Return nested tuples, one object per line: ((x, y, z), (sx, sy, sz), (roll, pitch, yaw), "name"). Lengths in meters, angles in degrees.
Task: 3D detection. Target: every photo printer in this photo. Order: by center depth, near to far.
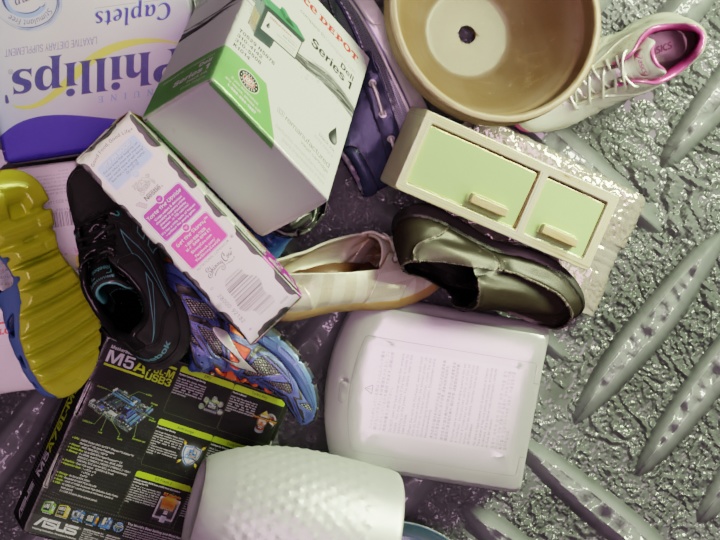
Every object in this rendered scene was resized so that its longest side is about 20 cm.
((0.066, 0.116, 1.329), (0.199, 0.069, 0.167), (9, 95, -5), "photo printer")

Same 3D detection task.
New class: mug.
((-0.075, 0.250, 1.272), (0.175, 0.148, 0.200), (16, 129, -11), "mug")

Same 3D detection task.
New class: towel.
((0.163, -0.054, 1.340), (0.199, 0.034, 0.133), (25, 93, -7), "towel")

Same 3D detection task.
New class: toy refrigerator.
((0.127, -0.074, 1.272), (0.199, 0.070, 0.076), (23, 95, -15), "toy refrigerator")

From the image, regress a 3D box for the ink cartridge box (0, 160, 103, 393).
((-0.299, 0.005, 1.288), (0.116, 0.067, 0.201), (-7, 94, -5), "ink cartridge box")

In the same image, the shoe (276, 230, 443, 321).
((0.000, 0.000, 1.285), (0.199, 0.070, 0.054), (-13, 132, -27), "shoe")

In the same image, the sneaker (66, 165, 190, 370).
((-0.206, -0.012, 1.196), (0.075, 0.079, 0.201), (-32, 71, 13), "sneaker")

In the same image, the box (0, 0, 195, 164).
((-0.234, -0.206, 1.241), (0.183, 0.105, 0.201), (-9, 98, -4), "box")

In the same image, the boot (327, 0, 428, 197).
((-0.003, -0.171, 1.294), (0.090, 0.073, 0.201), (-29, 98, -8), "boot")

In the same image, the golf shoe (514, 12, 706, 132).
((0.231, -0.188, 1.305), (0.199, 0.092, 0.076), (-27, 99, -3), "golf shoe")

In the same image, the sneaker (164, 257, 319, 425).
((-0.117, 0.071, 1.258), (0.200, 0.075, 0.078), (44, 82, -6), "sneaker")

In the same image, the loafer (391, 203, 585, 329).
((0.112, 0.013, 1.282), (0.199, 0.073, 0.072), (24, 54, -12), "loafer")

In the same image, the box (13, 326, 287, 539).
((-0.189, 0.171, 1.290), (0.199, 0.047, 0.194), (22, 92, -30), "box")

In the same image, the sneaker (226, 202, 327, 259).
((-0.094, -0.040, 1.279), (0.077, 0.111, 0.200), (39, 91, -7), "sneaker")

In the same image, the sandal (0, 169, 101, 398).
((-0.287, 0.014, 1.215), (0.079, 0.087, 0.201), (-19, 94, -38), "sandal")

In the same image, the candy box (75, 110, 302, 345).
((-0.137, -0.038, 1.147), (0.061, 0.136, 0.200), (-44, 98, 0), "candy box")

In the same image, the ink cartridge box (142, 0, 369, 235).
((-0.081, -0.154, 1.174), (0.084, 0.200, 0.146), (-25, 124, 33), "ink cartridge box")

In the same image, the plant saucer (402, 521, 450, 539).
((0.027, 0.340, 1.368), (0.199, 0.027, 0.201), (0, 95, -4), "plant saucer")

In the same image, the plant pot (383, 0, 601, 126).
((0.110, -0.225, 1.280), (0.200, 0.093, 0.202), (2, 83, -15), "plant pot")
